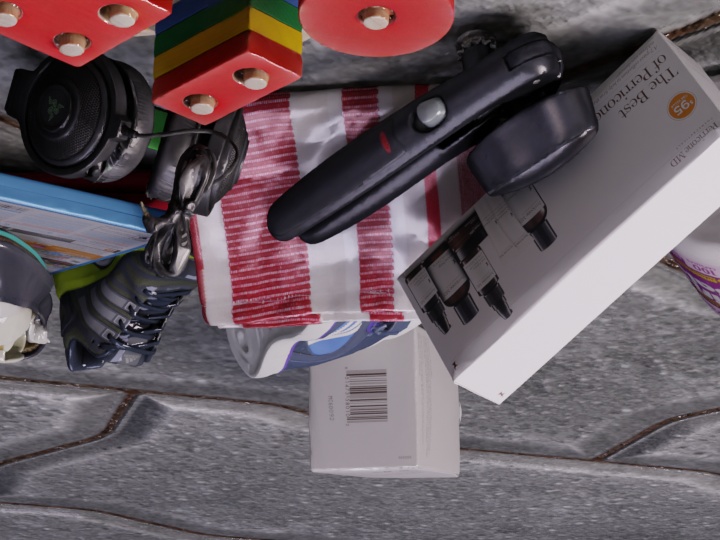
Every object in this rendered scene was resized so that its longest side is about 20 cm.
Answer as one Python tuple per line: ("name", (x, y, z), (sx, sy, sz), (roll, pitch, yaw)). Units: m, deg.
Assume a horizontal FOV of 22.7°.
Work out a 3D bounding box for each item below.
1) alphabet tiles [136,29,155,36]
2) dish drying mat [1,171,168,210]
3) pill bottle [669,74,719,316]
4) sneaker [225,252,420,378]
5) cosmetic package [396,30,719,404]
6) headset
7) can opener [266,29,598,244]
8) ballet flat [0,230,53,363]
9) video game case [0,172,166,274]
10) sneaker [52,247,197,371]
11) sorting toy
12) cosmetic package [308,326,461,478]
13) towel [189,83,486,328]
("alphabet tiles", (-0.089, -0.158, 0.838), (0.198, 0.015, 0.196), (-4, 159, 11))
("dish drying mat", (-0.140, -0.043, 1.146), (0.198, 0.018, 0.077), (0, 162, 1))
("pill bottle", (0.236, -0.027, 1.042), (0.111, 0.113, 0.200), (-8, 158, 22))
("sneaker", (0.000, 0.000, 1.177), (0.145, 0.081, 0.200), (-19, 163, -26))
("cosmetic package", (0.115, -0.027, 0.959), (0.200, 0.083, 0.050), (-44, 141, 17))
("headset", (-0.116, -0.057, 0.924), (0.123, 0.095, 0.200), (15, -175, -27))
("can opener", (0.029, -0.065, 0.961), (0.199, 0.079, 0.063), (-26, 154, 25))
("ballet flat", (-0.236, 0.025, 1.180), (0.072, 0.074, 0.200), (2, 168, -4))
("video game case", (-0.224, -0.028, 1.136), (0.142, 0.018, 0.199), (12, 166, -32))
("sneaker", (-0.146, 0.021, 1.210), (0.073, 0.082, 0.199), (5, 167, -31))
("sorting toy", (-0.060, -0.139, 0.772), (0.198, 0.070, 0.199), (-20, 149, 41))
("cosmetic package", (0.022, 0.103, 1.358), (0.084, 0.109, 0.200), (-3, 170, 10))
("towel", (-0.004, -0.035, 1.031), (0.198, 0.023, 0.145), (-2, 115, 8))
